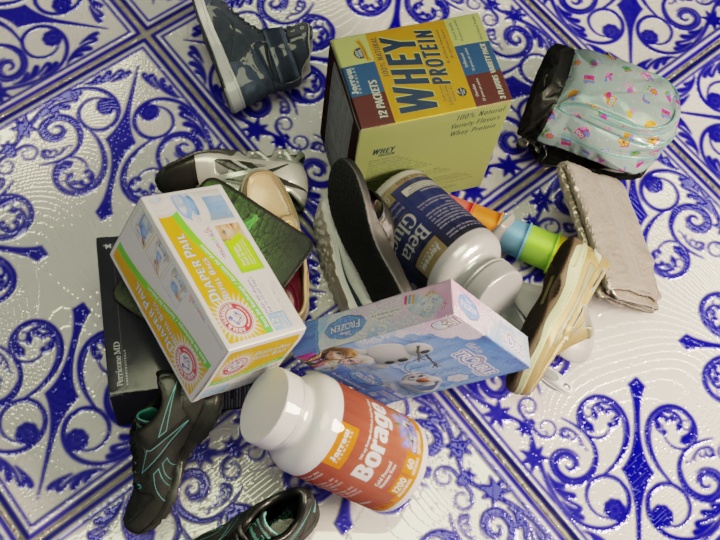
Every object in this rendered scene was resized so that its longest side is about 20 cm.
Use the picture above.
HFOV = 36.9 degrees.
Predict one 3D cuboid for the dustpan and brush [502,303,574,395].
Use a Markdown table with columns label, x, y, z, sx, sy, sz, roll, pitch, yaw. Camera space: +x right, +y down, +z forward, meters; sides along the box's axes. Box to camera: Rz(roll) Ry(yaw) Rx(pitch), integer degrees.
| label | x | y | z | sx | sy | sz | roll | pitch | yaw |
| --- | --- | --- | --- | --- | --- | --- | --- | --- | --- |
| dustpan and brush | 0.174 | 0.097 | 1.322 | 0.199 | 0.057 | 0.140 | 37 | 66 | 11 |

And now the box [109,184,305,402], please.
| label | x | y | z | sx | sy | sz | roll | pitch | yaw |
| --- | --- | --- | --- | --- | --- | --- | --- | --- | --- |
| box | -0.165 | 0.022 | 1.157 | 0.112 | 0.102 | 0.201 | -15 | 64 | -44 |

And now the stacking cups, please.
| label | x | y | z | sx | sy | sz | roll | pitch | yaw |
| --- | --- | --- | --- | --- | --- | --- | --- | --- | --- |
| stacking cups | 0.197 | -0.048 | 1.400 | 0.198 | 0.061 | 0.061 | 25 | 64 | 9 |

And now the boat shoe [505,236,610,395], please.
| label | x | y | z | sx | sy | sz | roll | pitch | yaw |
| --- | --- | --- | --- | --- | --- | --- | --- | --- | --- |
| boat shoe | 0.240 | 0.063 | 1.272 | 0.076 | 0.072 | 0.202 | 28 | 82 | -8 |

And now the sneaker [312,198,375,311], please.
| label | x | y | z | sx | sy | sz | roll | pitch | yaw |
| --- | --- | --- | --- | --- | --- | --- | --- | --- | --- |
| sneaker | 0.000 | 0.000 | 1.346 | 0.080 | 0.076 | 0.202 | -18 | 78 | -14 |

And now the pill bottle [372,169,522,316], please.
| label | x | y | z | sx | sy | sz | roll | pitch | yaw |
| --- | --- | --- | --- | --- | --- | --- | --- | --- | --- |
| pill bottle | 0.102 | -0.025 | 1.321 | 0.110 | 0.112 | 0.200 | -33 | 56 | -20 |

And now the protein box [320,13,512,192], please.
| label | x | y | z | sx | sy | sz | roll | pitch | yaw |
| --- | --- | --- | --- | --- | --- | --- | --- | --- | --- |
| protein box | 0.063 | -0.196 | 1.374 | 0.196 | 0.201 | 0.136 | -13 | 66 | -12 |

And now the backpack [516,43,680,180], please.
| label | x | y | z | sx | sy | sz | roll | pitch | yaw |
| --- | --- | --- | --- | --- | --- | --- | --- | --- | --- |
| backpack | 0.325 | -0.211 | 1.453 | 0.198 | 0.127 | 0.168 | 23 | 60 | 2 |

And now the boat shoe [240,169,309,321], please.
| label | x | y | z | sx | sy | sz | roll | pitch | yaw |
| --- | --- | --- | --- | --- | --- | --- | --- | --- | --- |
| boat shoe | -0.098 | -0.031 | 1.319 | 0.073 | 0.069 | 0.203 | -15 | 86 | -13 |

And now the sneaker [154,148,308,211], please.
| label | x | y | z | sx | sy | sz | roll | pitch | yaw |
| --- | --- | --- | --- | --- | --- | --- | --- | --- | --- |
| sneaker | -0.160 | -0.103 | 1.374 | 0.197 | 0.074 | 0.090 | -5 | 69 | -13 |

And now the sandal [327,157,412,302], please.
| label | x | y | z | sx | sy | sz | roll | pitch | yaw |
| --- | --- | --- | --- | --- | --- | --- | --- | --- | --- |
| sandal | 0.015 | -0.040 | 1.296 | 0.048 | 0.075 | 0.203 | -19 | 85 | -39 |

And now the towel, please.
| label | x | y | z | sx | sy | sz | roll | pitch | yaw |
| --- | --- | --- | --- | --- | --- | --- | --- | --- | --- |
| towel | 0.321 | -0.044 | 1.384 | 0.132 | 0.034 | 0.202 | 12 | 55 | -44 |

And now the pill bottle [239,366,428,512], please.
| label | x | y | z | sx | sy | sz | roll | pitch | yaw |
| --- | --- | --- | --- | --- | --- | --- | --- | --- | --- |
| pill bottle | -0.029 | 0.182 | 1.182 | 0.199 | 0.112 | 0.114 | 30 | 58 | -32 |

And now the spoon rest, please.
| label | x | y | z | sx | sy | sz | roll | pitch | yaw |
| --- | --- | --- | --- | --- | --- | --- | --- | --- | --- |
| spoon rest | 0.222 | 0.029 | 1.347 | 0.201 | 0.060 | 0.099 | 55 | 39 | 1 |

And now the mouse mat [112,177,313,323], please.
| label | x | y | z | sx | sy | sz | roll | pitch | yaw |
| --- | --- | --- | --- | --- | --- | --- | --- | --- | --- |
| mouse mat | -0.168 | -0.002 | 1.249 | 0.160 | 0.008 | 0.201 | 32 | 65 | 9 |

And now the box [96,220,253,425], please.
| label | x | y | z | sx | sy | sz | roll | pitch | yaw |
| --- | --- | --- | --- | --- | --- | --- | --- | --- | --- |
| box | -0.210 | 0.061 | 1.274 | 0.179 | 0.104 | 0.202 | -6 | 65 | -11 |

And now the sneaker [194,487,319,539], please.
| label | x | y | z | sx | sy | sz | roll | pitch | yaw |
| --- | --- | --- | --- | --- | --- | --- | --- | --- | --- |
| sneaker | -0.133 | 0.297 | 1.175 | 0.199 | 0.079 | 0.076 | -35 | 74 | -19 |

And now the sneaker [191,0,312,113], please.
| label | x | y | z | sx | sy | sz | roll | pitch | yaw |
| --- | --- | --- | --- | --- | --- | --- | --- | --- | --- |
| sneaker | -0.144 | -0.329 | 1.477 | 0.145 | 0.077 | 0.204 | -22 | 78 | -4 |

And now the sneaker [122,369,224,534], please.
| label | x | y | z | sx | sy | sz | roll | pitch | yaw |
| --- | --- | --- | --- | --- | --- | --- | --- | --- | --- |
| sneaker | -0.223 | 0.195 | 1.182 | 0.079 | 0.075 | 0.202 | 23 | 102 | -23 |

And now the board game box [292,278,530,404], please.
| label | x | y | z | sx | sy | sz | roll | pitch | yaw |
| --- | --- | --- | --- | --- | --- | --- | --- | --- | --- |
| board game box | 0.060 | 0.085 | 1.194 | 0.197 | 0.199 | 0.044 | -18 | 61 | 27 |
